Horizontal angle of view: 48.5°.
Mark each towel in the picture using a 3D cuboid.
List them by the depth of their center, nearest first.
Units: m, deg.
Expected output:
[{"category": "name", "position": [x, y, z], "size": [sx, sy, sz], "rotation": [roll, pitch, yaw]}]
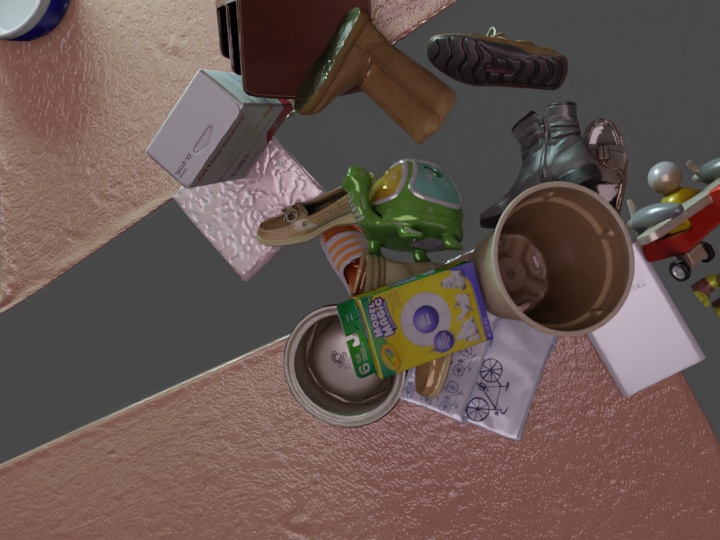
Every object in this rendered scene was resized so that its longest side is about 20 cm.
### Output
[{"category": "towel", "position": [-0.177, -0.115, 1.284], "size": [0.200, 0.032, 0.191], "rotation": [-42, 88, 16]}]

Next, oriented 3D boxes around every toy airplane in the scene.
[{"category": "toy airplane", "position": [0.444, -0.096, 1.058], "size": [0.199, 0.200, 0.141], "rotation": [-45, 71, 14]}]

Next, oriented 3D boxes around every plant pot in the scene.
[{"category": "plant pot", "position": [0.242, -0.005, 1.111], "size": [0.199, 0.183, 0.202], "rotation": [2, 83, -13]}]

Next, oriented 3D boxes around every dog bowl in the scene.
[{"category": "dog bowl", "position": [-0.018, 0.144, 1.275], "size": [0.199, 0.074, 0.202], "rotation": [3, 102, 13]}, {"category": "dog bowl", "position": [-0.570, -0.473, 1.282], "size": [0.199, 0.079, 0.202], "rotation": [2, 101, 13]}]

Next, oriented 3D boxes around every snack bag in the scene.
[{"category": "snack bag", "position": [0.181, 0.145, 1.216], "size": [0.199, 0.021, 0.190], "rotation": [21, 78, 8]}]

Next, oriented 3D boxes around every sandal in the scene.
[{"category": "sandal", "position": [0.008, -0.002, 1.211], "size": [0.079, 0.059, 0.208], "rotation": [-20, 70, -20]}]

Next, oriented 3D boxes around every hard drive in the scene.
[{"category": "hard drive", "position": [0.402, 0.072, 1.189], "size": [0.132, 0.025, 0.201], "rotation": [-30, 92, 17]}]

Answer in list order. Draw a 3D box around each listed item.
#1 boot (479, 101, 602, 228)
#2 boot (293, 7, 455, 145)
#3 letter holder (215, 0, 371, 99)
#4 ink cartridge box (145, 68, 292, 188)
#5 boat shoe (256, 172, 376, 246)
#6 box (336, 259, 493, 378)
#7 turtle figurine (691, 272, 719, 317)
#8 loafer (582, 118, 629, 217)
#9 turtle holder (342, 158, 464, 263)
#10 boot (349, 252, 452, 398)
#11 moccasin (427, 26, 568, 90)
[{"category": "boot", "position": [0.246, -0.151, 1.165], "size": [0.199, 0.070, 0.132], "rotation": [-27, 73, 31]}, {"category": "boot", "position": [0.026, -0.242, 1.125], "size": [0.200, 0.066, 0.176], "rotation": [36, 85, -30]}, {"category": "letter holder", "position": [-0.092, -0.317, 1.138], "size": [0.199, 0.100, 0.143], "rotation": [-9, 104, -26]}, {"category": "ink cartridge box", "position": [-0.198, -0.205, 1.151], "size": [0.083, 0.200, 0.146], "rotation": [41, 107, 5]}, {"category": "boat shoe", "position": [-0.065, -0.092, 1.212], "size": [0.199, 0.073, 0.063], "rotation": [-16, 119, -5]}, {"category": "box", "position": [0.074, 0.069, 1.103], "size": [0.199, 0.048, 0.118], "rotation": [-19, 98, -12]}, {"category": "turtle figurine", "position": [0.540, -0.008, 1.101], "size": [0.199, 0.065, 0.161], "rotation": [24, 124, -38]}, {"category": "loafer", "position": [0.349, -0.116, 1.145], "size": [0.071, 0.063, 0.201], "rotation": [1, 101, 12]}, {"category": "turtle holder", "position": [0.061, -0.090, 1.170], "size": [0.184, 0.141, 0.133], "rotation": [4, 74, -4]}, {"category": "boot", "position": [0.057, 0.079, 1.157], "size": [0.154, 0.073, 0.201], "rotation": [9, 85, -22]}, {"category": "moccasin", "position": [0.195, -0.306, 1.144], "size": [0.200, 0.078, 0.074], "rotation": [5, 117, 8]}]
